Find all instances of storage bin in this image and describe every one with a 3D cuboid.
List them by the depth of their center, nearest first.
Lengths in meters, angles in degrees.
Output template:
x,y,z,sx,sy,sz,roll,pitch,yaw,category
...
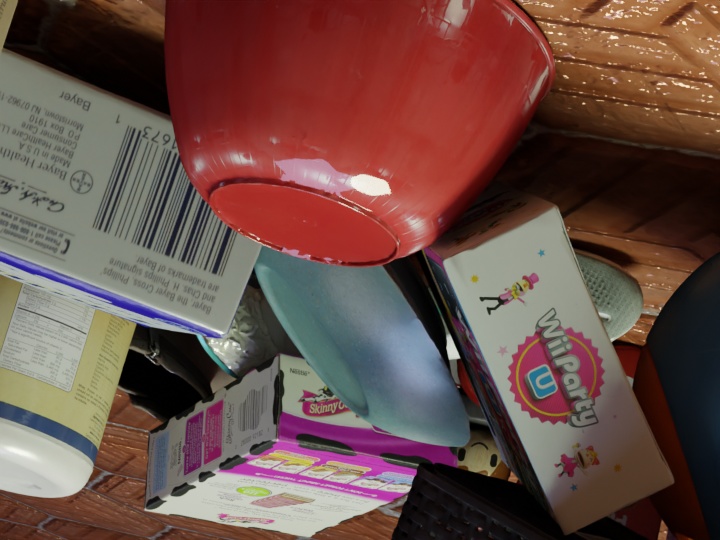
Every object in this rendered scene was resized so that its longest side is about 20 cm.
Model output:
x,y,z,sx,sy,sz,roll,pitch,yaw,category
0.112,0.179,0.938,0.135,0.094,0.200,18,-175,-41,storage bin

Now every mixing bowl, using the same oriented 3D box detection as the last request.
x,y,z,sx,sy,sz,roll,pitch,yaw,category
-0.014,-0.070,0.919,0.199,0.109,0.200,14,161,5,mixing bowl

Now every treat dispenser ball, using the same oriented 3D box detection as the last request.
x,y,z,sx,sy,sz,roll,pitch,yaw,category
0.241,0.075,0.987,0.199,0.202,0.201,14,162,5,treat dispenser ball

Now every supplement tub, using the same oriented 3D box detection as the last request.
x,y,z,sx,sy,sz,roll,pitch,yaw,category
-0.218,0.032,1.231,0.143,0.201,0.145,13,162,5,supplement tub

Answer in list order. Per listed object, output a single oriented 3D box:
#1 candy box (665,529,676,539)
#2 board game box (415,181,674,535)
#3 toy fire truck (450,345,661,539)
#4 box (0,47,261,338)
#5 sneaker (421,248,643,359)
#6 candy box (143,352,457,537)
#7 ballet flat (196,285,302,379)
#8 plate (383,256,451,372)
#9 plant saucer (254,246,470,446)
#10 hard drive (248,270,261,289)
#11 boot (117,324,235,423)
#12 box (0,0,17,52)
x,y,z,sx,sy,sz,roll,pitch,yaw,category
0.269,0.159,1.258,0.071,0.169,0.200,17,162,-5,candy box
0.086,0.038,0.985,0.064,0.148,0.200,-24,-174,-3,board game box
0.120,0.134,1.306,0.199,0.169,0.112,14,162,2,toy fire truck
-0.162,-0.041,1.066,0.183,0.106,0.200,22,174,-17,box
0.087,0.020,1.187,0.199,0.071,0.080,-6,-178,31,sneaker
-0.043,0.121,1.270,0.136,0.061,0.200,14,154,-28,candy box
-0.049,0.049,1.284,0.071,0.072,0.200,7,162,24,ballet flat
0.000,0.000,1.109,0.200,0.026,0.200,50,167,16,plate
-0.013,0.029,1.089,0.201,0.039,0.201,51,166,17,plant saucer
-0.068,0.020,1.342,0.199,0.033,0.139,23,161,-20,hard drive
-0.134,0.074,1.393,0.199,0.070,0.146,27,-168,-27,boot
-0.244,-0.167,0.847,0.077,0.096,0.200,1,158,34,box
